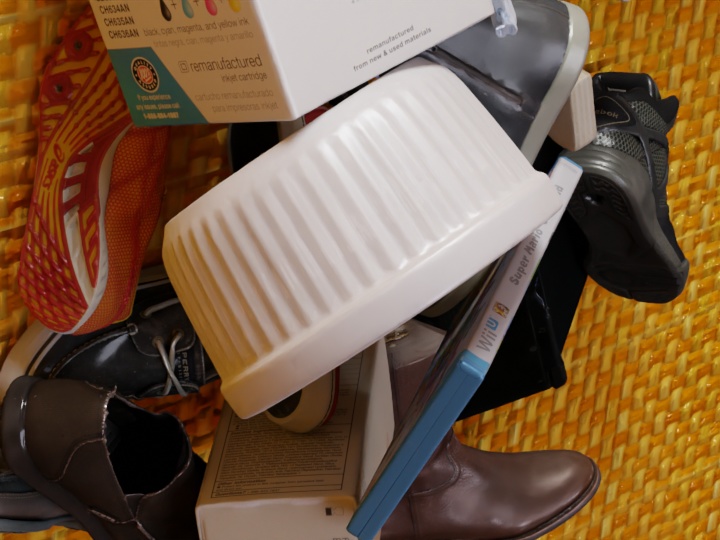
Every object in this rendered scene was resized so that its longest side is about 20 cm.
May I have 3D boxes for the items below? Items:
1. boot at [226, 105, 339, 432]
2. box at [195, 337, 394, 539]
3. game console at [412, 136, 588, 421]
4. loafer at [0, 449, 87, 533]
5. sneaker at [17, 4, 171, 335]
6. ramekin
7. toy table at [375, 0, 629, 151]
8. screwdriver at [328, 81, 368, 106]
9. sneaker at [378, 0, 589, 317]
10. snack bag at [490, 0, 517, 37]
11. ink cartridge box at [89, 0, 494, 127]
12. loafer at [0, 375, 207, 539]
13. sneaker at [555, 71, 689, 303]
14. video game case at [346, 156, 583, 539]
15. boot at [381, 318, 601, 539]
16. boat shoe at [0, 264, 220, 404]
[{"bbox_3d":[0.000,0.000,1.357,0.144,0.072,0.201,11,66,-38],"label":"boot"},{"bbox_3d":[-0.034,0.112,1.358,0.200,0.094,0.078,-77,161,-62],"label":"box"},{"bbox_3d":[0.078,-0.015,1.544,0.175,0.117,0.201,-19,136,-1],"label":"game console"},{"bbox_3d":[-0.188,0.114,1.317,0.200,0.072,0.063,11,88,-56],"label":"loafer"},{"bbox_3d":[-0.136,-0.065,1.267,0.077,0.073,0.201,-12,122,-66],"label":"sneaker"},{"bbox_3d":[-0.007,-0.022,1.186,0.200,0.200,0.105,-34,91,-29],"label":"ramekin"},{"bbox_3d":[0.090,-0.171,1.397,0.200,0.117,0.184,-42,137,-20],"label":"toy table"},{"bbox_3d":[0.016,-0.092,1.437,0.029,0.028,0.200,-57,145,-1],"label":"screwdriver"},{"bbox_3d":[0.038,-0.073,1.296,0.106,0.075,0.201,16,114,-19],"label":"sneaker"},{"bbox_3d":[0.046,-0.250,1.208,0.021,0.201,0.189,-14,134,1],"label":"snack bag"},{"bbox_3d":[-0.056,-0.192,1.159,0.144,0.147,0.201,-30,110,-33],"label":"ink cartridge box"},{"bbox_3d":[-0.122,0.115,1.292,0.200,0.071,0.073,39,52,-56],"label":"loafer"},{"bbox_3d":[0.186,-0.059,1.575,0.200,0.076,0.115,57,45,-52],"label":"sneaker"},{"bbox_3d":[0.058,0.040,1.266,0.143,0.018,0.200,-58,-179,39],"label":"video game case"},{"bbox_3d":[0.065,0.097,1.525,0.185,0.064,0.201,-17,130,-9],"label":"boot"},{"bbox_3d":[-0.112,0.038,1.338,0.199,0.071,0.072,-27,130,-33],"label":"boat shoe"}]
